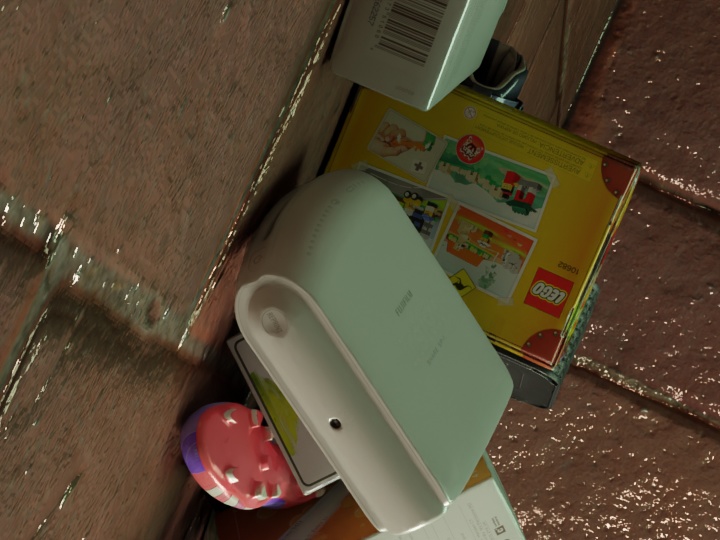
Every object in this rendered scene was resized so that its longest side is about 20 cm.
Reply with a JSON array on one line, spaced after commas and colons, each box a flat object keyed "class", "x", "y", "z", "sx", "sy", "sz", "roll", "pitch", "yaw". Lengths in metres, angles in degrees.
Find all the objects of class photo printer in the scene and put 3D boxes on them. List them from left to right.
[{"class": "photo printer", "x": 0.006, "y": 0.040, "z": 1.351, "sx": 0.069, "sy": 0.201, "sz": 0.167, "roll": -26, "pitch": -165, "yaw": 30}]

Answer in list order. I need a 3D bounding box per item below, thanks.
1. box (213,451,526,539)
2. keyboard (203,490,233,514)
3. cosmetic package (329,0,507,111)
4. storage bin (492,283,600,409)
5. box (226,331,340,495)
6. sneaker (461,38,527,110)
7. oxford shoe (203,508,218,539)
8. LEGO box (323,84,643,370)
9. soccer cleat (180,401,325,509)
[{"class": "box", "x": 0.010, "y": 0.195, "z": 1.521, "sx": 0.199, "sy": 0.098, "sz": 0.125, "roll": -26, "pitch": -156, "yaw": 2}, {"class": "keyboard", "x": -0.030, "y": 0.186, "z": 1.619, "sx": 0.200, "sy": 0.126, "sz": 0.021, "roll": 64, "pitch": 3, "yaw": -47}, {"class": "cosmetic package", "x": 0.047, "y": -0.174, "z": 1.391, "sx": 0.200, "sy": 0.074, "sz": 0.102, "roll": -49, "pitch": 162, "yaw": -73}, {"class": "storage bin", "x": 0.092, "y": 0.029, "z": 1.843, "sx": 0.135, "sy": 0.199, "sz": 0.094, "roll": 88, "pitch": 27, "yaw": -75}, {"class": "box", "x": -0.020, "y": 0.071, "z": 1.477, "sx": 0.060, "sy": 0.117, "sz": 0.200, "roll": -27, "pitch": -178, "yaw": 11}, {"class": "sneaker", "x": 0.093, "y": -0.129, "z": 1.862, "sx": 0.202, "sy": 0.076, "sz": 0.147, "roll": -101, "pitch": -156, "yaw": -82}, {"class": "oxford shoe", "x": -0.093, "y": 0.204, "z": 1.653, "sx": 0.058, "sy": 0.075, "sz": 0.201, "roll": 47, "pitch": -47, "yaw": 49}, {"class": "LEGO box", "x": 0.074, "y": -0.043, "z": 1.485, "sx": 0.077, "sy": 0.199, "sz": 0.150, "roll": -24, "pitch": 138, "yaw": -79}, {"class": "soccer cleat", "x": -0.085, "y": 0.127, "z": 1.435, "sx": 0.200, "sy": 0.076, "sz": 0.067, "roll": 25, "pitch": 61, "yaw": -69}]
